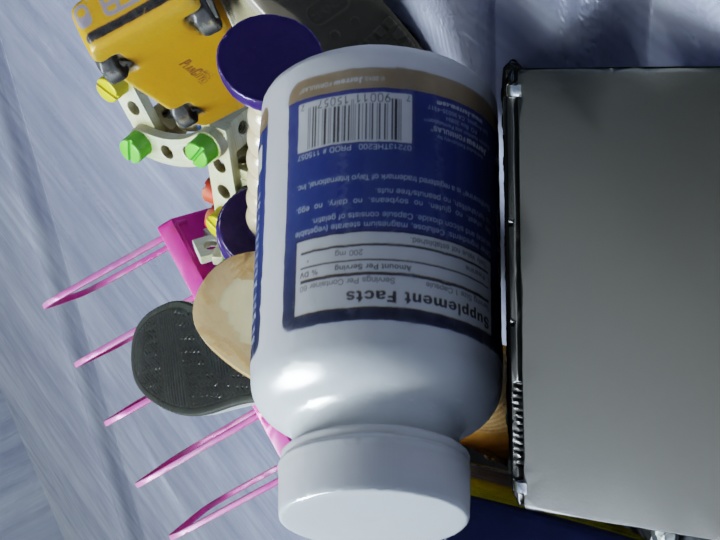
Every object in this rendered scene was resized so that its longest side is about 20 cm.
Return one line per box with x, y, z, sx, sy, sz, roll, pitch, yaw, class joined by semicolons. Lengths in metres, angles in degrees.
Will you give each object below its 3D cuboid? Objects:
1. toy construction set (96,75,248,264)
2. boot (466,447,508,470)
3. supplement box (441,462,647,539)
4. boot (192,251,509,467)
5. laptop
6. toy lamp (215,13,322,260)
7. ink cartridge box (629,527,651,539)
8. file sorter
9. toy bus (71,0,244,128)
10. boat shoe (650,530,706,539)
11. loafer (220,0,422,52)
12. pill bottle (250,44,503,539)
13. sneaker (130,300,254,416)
-0.090;-0.051;1.310;0.130;0.092;0.201;21;151;28;toy construction set
0.087;0.172;1.235;0.188;0.068;0.201;43;164;29;boot
0.059;0.159;0.994;0.200;0.108;0.110;-161;87;-79;supplement box
0.021;0.057;1.045;0.200;0.071;0.144;16;167;37;boot
0.110;0.004;0.830;0.200;0.102;0.179;-62;-29;-83;laptop
-0.046;-0.049;1.035;0.058;0.058;0.200;55;160;22;toy lamp
0.140;0.084;0.934;0.201;0.039;0.099;62;164;3;ink cartridge box
-0.121;0.075;1.460;0.201;0.125;0.139;62;-168;0;file sorter
-0.095;-0.133;1.088;0.079;0.065;0.200;67;-170;14;toy bus
0.155;0.115;0.840;0.075;0.060;0.201;-17;97;43;boat shoe
-0.035;-0.139;1.035;0.201;0.075;0.068;58;157;9;loafer
0.008;0.013;0.890;0.111;0.110;0.202;102;170;-66;pill bottle
-0.043;0.051;1.267;0.199;0.120;0.084;-2;84;45;sneaker
